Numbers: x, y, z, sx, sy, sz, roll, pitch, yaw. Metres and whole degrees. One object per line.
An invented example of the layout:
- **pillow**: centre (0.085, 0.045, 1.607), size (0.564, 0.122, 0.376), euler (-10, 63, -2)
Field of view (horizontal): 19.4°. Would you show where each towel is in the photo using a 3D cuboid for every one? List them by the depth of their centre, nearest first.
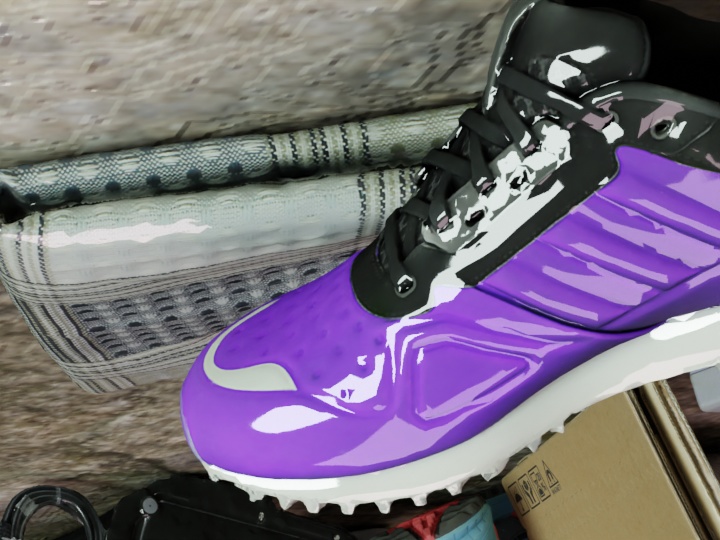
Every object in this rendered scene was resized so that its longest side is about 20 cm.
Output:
- **towel**: centre (0.000, 0.000, 0.611), size (0.199, 0.035, 0.193), euler (-9, 164, -3)

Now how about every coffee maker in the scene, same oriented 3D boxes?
- **coffee maker**: centre (-0.119, 0.170, 1.006), size (0.192, 0.135, 0.200), euler (40, 143, -15)

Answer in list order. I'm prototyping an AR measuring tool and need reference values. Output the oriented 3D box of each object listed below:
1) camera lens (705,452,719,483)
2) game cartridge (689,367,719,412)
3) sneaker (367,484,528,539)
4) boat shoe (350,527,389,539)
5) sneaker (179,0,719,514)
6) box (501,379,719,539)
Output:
- **camera lens**: centre (0.220, 0.172, 1.088), size (0.199, 0.161, 0.160), euler (-2, 163, -22)
- **game cartridge**: centre (0.235, 0.015, 0.794), size (0.129, 0.039, 0.200), euler (9, 157, -37)
- **sneaker**: centre (0.052, 0.165, 1.049), size (0.079, 0.096, 0.200), euler (-21, 173, 11)
- **boat shoe**: centre (-0.066, 0.200, 1.198), size (0.198, 0.069, 0.074), euler (-14, 163, 18)
- **sneaker**: centre (0.042, -0.018, 0.482), size (0.199, 0.070, 0.100), euler (-19, 122, 8)
- **box**: centre (0.129, 0.142, 0.936), size (0.021, 0.164, 0.200), euler (-23, 168, -17)
